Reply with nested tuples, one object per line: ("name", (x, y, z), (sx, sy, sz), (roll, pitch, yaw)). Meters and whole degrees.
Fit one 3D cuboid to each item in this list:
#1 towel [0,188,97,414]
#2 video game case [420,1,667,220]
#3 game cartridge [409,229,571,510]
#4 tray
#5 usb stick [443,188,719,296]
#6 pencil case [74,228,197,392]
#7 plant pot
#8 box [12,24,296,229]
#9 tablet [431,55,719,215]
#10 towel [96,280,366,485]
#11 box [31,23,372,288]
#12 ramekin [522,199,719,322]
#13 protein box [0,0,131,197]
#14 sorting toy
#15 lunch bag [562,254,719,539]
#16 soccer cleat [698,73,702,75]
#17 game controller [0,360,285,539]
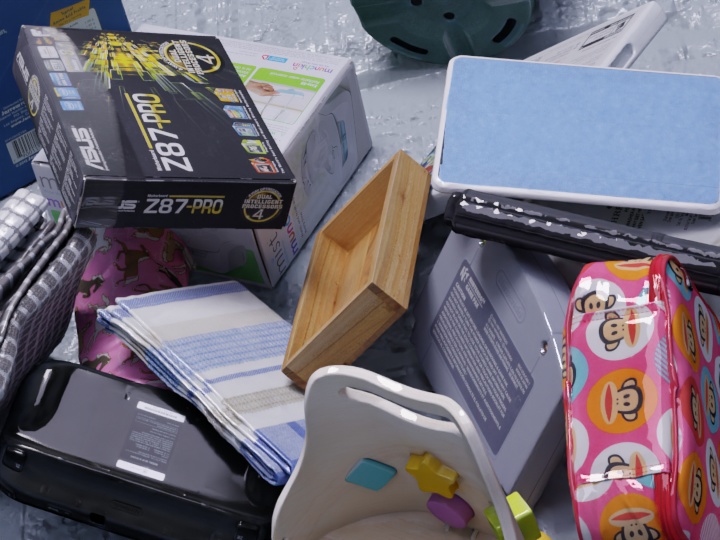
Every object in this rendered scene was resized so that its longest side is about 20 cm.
("towel", (-0.267, 0.053, 1.712), (0.086, 0.200, 0.166), (36, 55, 0))
("video game case", (0.120, -0.113, 1.811), (0.200, 0.023, 0.182), (-20, 25, 54))
("game cartridge", (0.098, 0.053, 1.646), (0.041, 0.133, 0.200), (4, 36, -26))
("tray", (0.000, 0.000, 1.725), (0.099, 0.037, 0.200), (-44, 17, 26))
("usb stick", (0.155, -0.019, 1.597), (0.200, 0.055, 0.033), (13, 92, 16))
("pencil case", (-0.160, 0.047, 1.764), (0.086, 0.083, 0.200), (-36, 37, 22))
("plant pot", (0.075, -0.288, 1.977), (0.200, 0.200, 0.196), (-2, 51, 14))
("box", (-0.153, -0.104, 1.759), (0.161, 0.049, 0.200), (0, 38, -23))
("tablet", (0.154, -0.095, 1.683), (0.199, 0.014, 0.130), (5, 50, 5))
("towel", (-0.073, 0.075, 1.677), (0.200, 0.024, 0.147), (40, 30, 28))
("box", (-0.122, -0.093, 1.888), (0.200, 0.097, 0.177), (11, 49, 26))
("ramekin", (0.203, -0.017, 1.703), (0.200, 0.105, 0.200), (-8, 42, 8))
("protein box", (-0.300, -0.189, 1.965), (0.198, 0.200, 0.135), (-30, 44, -15))
("sorting toy", (0.037, 0.138, 1.534), (0.200, 0.180, 0.107), (18, 52, 31))
("lunch bag", (0.188, 0.106, 1.534), (0.082, 0.176, 0.200), (-8, 63, 20))
("soccer cleat", (0.183, -0.108, 1.809), (0.200, 0.085, 0.069), (0, 44, 31))
("game controller", (-0.146, 0.130, 1.646), (0.200, 0.042, 0.105), (18, 62, 2))
